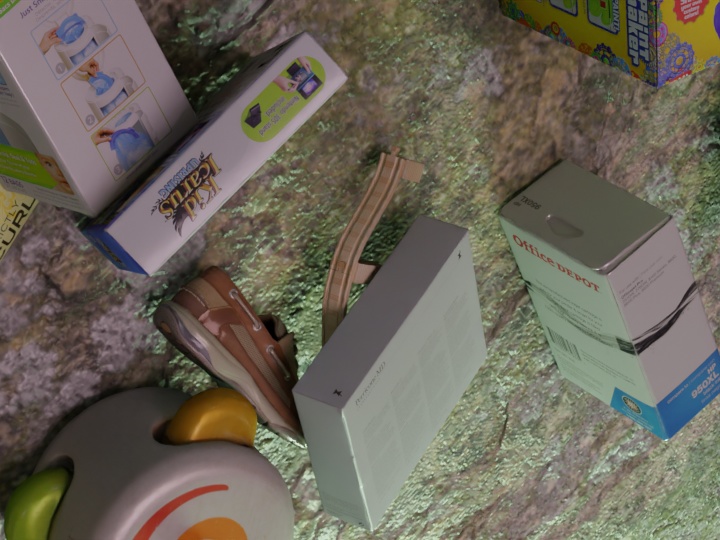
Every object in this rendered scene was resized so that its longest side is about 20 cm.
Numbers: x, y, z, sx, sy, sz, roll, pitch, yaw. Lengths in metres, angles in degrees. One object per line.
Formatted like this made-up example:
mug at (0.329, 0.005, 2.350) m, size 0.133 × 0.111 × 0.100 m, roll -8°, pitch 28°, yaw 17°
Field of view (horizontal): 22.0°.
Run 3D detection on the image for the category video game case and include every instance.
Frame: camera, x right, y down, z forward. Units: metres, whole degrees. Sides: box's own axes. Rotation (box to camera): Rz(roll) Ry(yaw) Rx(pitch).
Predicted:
video game case at (-0.104, -0.075, 1.252) m, size 0.181 × 0.200 × 0.045 m, roll -45°, pitch 100°, yaw -8°

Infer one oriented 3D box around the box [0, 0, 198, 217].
box at (-0.209, -0.150, 1.175) m, size 0.101 × 0.112 × 0.201 m, roll -44°, pitch 128°, yaw -25°

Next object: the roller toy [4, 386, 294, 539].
roller toy at (-0.146, 0.192, 1.389) m, size 0.200 × 0.140 × 0.183 m, roll -38°, pitch 129°, yaw -15°

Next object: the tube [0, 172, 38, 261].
tube at (-0.262, -0.031, 1.258) m, size 0.201 × 0.052 × 0.058 m, roll -60°, pitch 171°, yaw -4°

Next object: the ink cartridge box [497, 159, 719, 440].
ink cartridge box at (0.214, 0.024, 1.561) m, size 0.084 × 0.144 × 0.201 m, roll -38°, pitch 129°, yaw -16°

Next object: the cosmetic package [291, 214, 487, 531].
cosmetic package at (0.028, 0.079, 1.454) m, size 0.200 × 0.051 × 0.151 m, roll -53°, pitch 150°, yaw -34°

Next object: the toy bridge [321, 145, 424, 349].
toy bridge at (0.000, 0.000, 1.441) m, size 0.067 × 0.027 × 0.201 m, roll 7°, pitch 100°, yaw -63°

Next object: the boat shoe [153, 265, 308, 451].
boat shoe at (-0.077, 0.070, 1.424) m, size 0.072 × 0.076 × 0.200 m, roll -51°, pitch 136°, yaw -11°

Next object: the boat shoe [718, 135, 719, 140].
boat shoe at (0.347, -0.116, 1.640) m, size 0.060 × 0.076 × 0.202 m, roll -2°, pitch 102°, yaw 7°

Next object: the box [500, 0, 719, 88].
box at (0.238, -0.252, 1.411) m, size 0.199 × 0.192 × 0.123 m, roll -22°, pitch 124°, yaw -25°
